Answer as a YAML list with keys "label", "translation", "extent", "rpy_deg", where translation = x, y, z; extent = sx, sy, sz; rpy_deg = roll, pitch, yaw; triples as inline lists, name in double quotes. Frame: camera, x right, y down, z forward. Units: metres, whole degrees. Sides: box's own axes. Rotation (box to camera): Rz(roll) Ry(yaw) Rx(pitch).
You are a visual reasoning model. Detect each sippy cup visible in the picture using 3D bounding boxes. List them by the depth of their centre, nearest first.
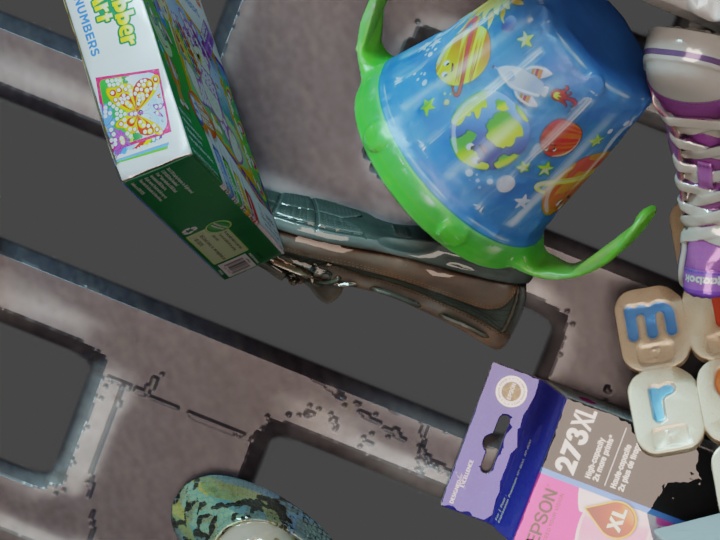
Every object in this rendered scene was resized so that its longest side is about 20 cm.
- label: "sippy cup"
  translation: [0.087, -0.093, 1.414]
  extent: [0.177, 0.140, 0.130]
  rpy_deg: [33, 122, -27]

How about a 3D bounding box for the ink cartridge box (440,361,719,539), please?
- label: "ink cartridge box"
  translation: [0.154, 0.133, 1.511]
  extent: [0.199, 0.037, 0.095]
  rpy_deg: [21, 98, 2]

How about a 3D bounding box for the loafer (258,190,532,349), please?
- label: "loafer"
  translation: [0.000, 0.000, 1.485]
  extent: [0.198, 0.072, 0.063]
  rpy_deg: [12, 104, 0]

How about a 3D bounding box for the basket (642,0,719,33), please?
- label: "basket"
  translation: [0.169, -0.224, 1.381]
  extent: [0.199, 0.198, 0.162]
  rpy_deg: [24, 96, 0]

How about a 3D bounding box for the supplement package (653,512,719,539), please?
- label: "supplement package"
  translation: [0.286, 0.193, 1.426]
  extent: [0.198, 0.156, 0.112]
  rpy_deg: [-14, 103, -7]

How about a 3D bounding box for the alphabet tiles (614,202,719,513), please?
- label: "alphabet tiles"
  translation: [0.249, 0.045, 1.468]
  extent: [0.198, 0.015, 0.197]
  rpy_deg: [-10, 72, 5]

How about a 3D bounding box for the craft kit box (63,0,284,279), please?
- label: "craft kit box"
  translation: [-0.110, -0.114, 1.379]
  extent: [0.048, 0.200, 0.199]
  rpy_deg: [-23, 73, 5]

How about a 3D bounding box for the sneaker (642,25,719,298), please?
- label: "sneaker"
  translation: [0.197, -0.048, 1.391]
  extent: [0.072, 0.200, 0.115]
  rpy_deg: [9, 71, 33]

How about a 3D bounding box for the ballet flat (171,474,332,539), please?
- label: "ballet flat"
  translation: [-0.030, 0.195, 1.511]
  extent: [0.200, 0.074, 0.074]
  rpy_deg: [38, 98, -2]
